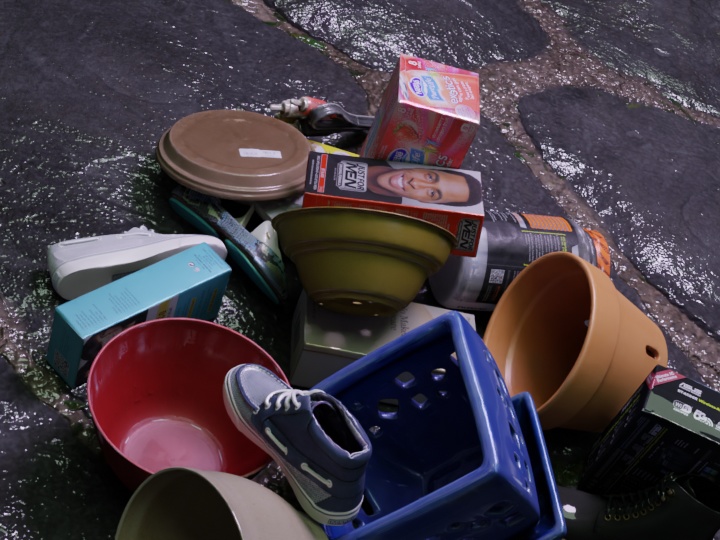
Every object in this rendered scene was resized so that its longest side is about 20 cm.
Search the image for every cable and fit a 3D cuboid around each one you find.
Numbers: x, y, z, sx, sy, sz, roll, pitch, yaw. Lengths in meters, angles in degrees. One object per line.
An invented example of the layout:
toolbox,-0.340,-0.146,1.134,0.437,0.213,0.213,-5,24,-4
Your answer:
cable,-0.025,-0.205,1.676,0.200,0.097,0.050,-8,81,-39

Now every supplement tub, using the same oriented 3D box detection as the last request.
supplement tub,0.193,-0.009,1.562,0.200,0.123,0.123,5,45,-19

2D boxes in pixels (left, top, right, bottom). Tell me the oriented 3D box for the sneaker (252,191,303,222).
sneaker,-0.048,-0.041,1.527,0.200,0.081,0.076,30,58,13

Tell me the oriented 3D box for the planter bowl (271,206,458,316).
planter bowl,0.000,0.000,1.360,0.200,0.200,0.084,10,78,-14

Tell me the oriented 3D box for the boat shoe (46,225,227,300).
boat shoe,-0.249,-0.017,1.429,0.200,0.072,0.069,-14,53,-22

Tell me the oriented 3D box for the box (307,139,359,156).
box,-0.055,-0.108,1.616,0.200,0.048,0.117,18,42,-8

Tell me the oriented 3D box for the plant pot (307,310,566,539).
plant pot,0.077,0.191,1.237,0.180,0.200,0.200,41,27,-38

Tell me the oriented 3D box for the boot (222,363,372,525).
boot,-0.055,0.130,1.164,0.073,0.090,0.200,-16,47,-35

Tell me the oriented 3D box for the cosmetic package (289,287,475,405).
cosmetic package,0.026,0.087,1.429,0.200,0.073,0.104,11,42,-12

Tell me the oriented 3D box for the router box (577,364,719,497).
router box,0.335,0.197,1.348,0.150,0.200,0.062,26,55,3

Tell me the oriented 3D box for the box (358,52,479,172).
box,0.060,-0.143,1.521,0.102,0.200,0.095,13,46,-10

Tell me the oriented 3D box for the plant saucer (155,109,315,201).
plant saucer,-0.144,-0.144,1.540,0.200,0.030,0.200,8,32,-5

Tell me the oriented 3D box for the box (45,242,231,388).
box,-0.232,0.044,1.356,0.049,0.082,0.200,43,46,21

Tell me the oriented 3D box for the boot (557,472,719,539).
boot,0.277,0.239,1.330,0.200,0.138,0.078,18,44,-3

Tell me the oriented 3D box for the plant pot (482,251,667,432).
plant pot,0.246,0.096,1.442,0.140,0.200,0.200,24,39,-25

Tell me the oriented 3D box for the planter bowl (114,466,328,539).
planter bowl,-0.106,0.270,1.111,0.135,0.200,0.200,8,41,-43

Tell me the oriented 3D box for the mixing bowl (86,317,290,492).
mixing bowl,-0.173,0.154,1.248,0.200,0.108,0.200,12,43,-12

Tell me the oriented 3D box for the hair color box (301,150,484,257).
hair color box,0.035,-0.075,1.447,0.200,0.061,0.102,7,34,-3

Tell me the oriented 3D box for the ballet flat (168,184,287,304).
ballet flat,-0.138,-0.046,1.491,0.200,0.074,0.074,43,46,19
